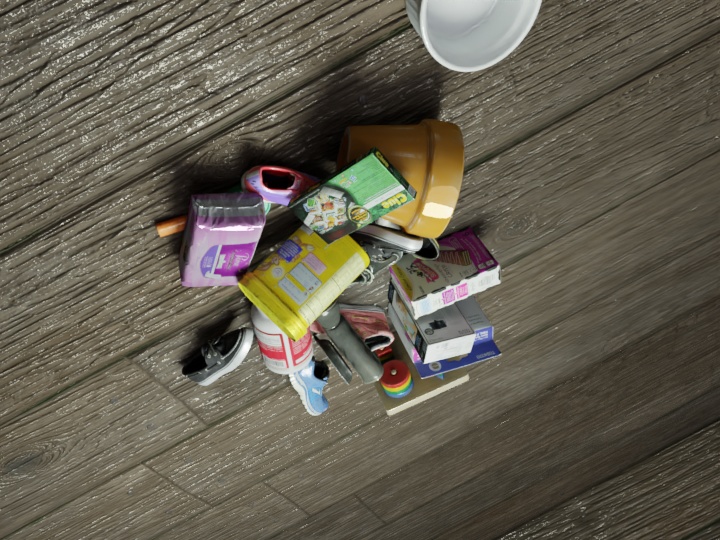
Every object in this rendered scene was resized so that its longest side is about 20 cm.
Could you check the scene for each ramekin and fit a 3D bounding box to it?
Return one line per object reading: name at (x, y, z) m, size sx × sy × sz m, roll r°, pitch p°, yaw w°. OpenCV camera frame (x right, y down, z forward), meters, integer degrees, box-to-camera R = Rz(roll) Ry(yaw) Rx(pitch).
ramekin at (0.163, -0.416, 0.928) m, size 0.199 × 0.098 × 0.201 m, roll -14°, pitch 134°, yaw -15°

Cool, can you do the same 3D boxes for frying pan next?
frying pan at (-0.055, 0.186, 1.305) m, size 0.031 × 0.190 × 0.115 m, roll -36°, pitch 92°, yaw -4°

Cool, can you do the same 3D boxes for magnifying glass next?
magnifying glass at (-0.254, -0.099, 1.076) m, size 0.199 × 0.022 × 0.080 m, roll -17°, pitch 136°, yaw -10°

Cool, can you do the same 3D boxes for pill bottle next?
pill bottle at (-0.160, 0.109, 1.250) m, size 0.112 × 0.113 × 0.201 m, roll -16°, pitch 135°, yaw -12°

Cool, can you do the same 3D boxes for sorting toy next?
sorting toy at (0.113, 0.197, 1.402) m, size 0.199 × 0.199 × 0.070 m, roll -23°, pitch 132°, yaw -4°

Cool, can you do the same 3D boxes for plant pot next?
plant pot at (0.055, -0.167, 1.055) m, size 0.182 × 0.201 × 0.201 m, roll 8°, pitch 128°, yaw -12°

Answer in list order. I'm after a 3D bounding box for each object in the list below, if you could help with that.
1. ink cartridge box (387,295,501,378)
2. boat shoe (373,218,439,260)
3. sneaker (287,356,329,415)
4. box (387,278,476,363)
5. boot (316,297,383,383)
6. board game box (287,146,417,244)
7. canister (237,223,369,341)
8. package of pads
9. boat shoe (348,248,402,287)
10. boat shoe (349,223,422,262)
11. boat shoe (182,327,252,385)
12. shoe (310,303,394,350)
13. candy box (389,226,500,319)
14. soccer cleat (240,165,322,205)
ink cartridge box at (0.186, 0.127, 1.371) m, size 0.195 × 0.200 × 0.043 m, roll -15°, pitch 135°, yaw -14°
boat shoe at (0.090, -0.081, 1.230) m, size 0.201 × 0.061 × 0.072 m, roll 27°, pitch 115°, yaw -41°
sneaker at (-0.106, 0.270, 1.452) m, size 0.089 × 0.079 × 0.201 m, roll -22°, pitch 136°, yaw -2°
box at (0.149, 0.095, 1.324) m, size 0.116 × 0.200 × 0.060 m, roll -12°, pitch 136°, yaw -18°
boot at (-0.027, 0.141, 1.235) m, size 0.072 × 0.182 × 0.201 m, roll -30°, pitch 92°, yaw -1°
board game box at (-0.017, -0.115, 0.994) m, size 0.199 × 0.024 × 0.105 m, roll -24°, pitch 121°, yaw 38°
canister at (-0.099, 0.007, 1.119) m, size 0.200 × 0.148 × 0.087 m, roll -45°, pitch 170°, yaw -16°
package of pads at (-0.240, -0.051, 1.054) m, size 0.120 × 0.076 × 0.200 m, roll -2°, pitch 149°, yaw -24°
boat shoe at (0.000, 0.000, 1.255) m, size 0.199 × 0.071 × 0.072 m, roll -21°, pitch 136°, yaw -7°
boat shoe at (0.033, -0.048, 1.134) m, size 0.070 × 0.199 × 0.067 m, roll 1°, pitch 102°, yaw -45°
boat shoe at (-0.296, 0.169, 1.251) m, size 0.066 × 0.070 × 0.200 m, roll 26°, pitch 135°, yaw -34°
shoe at (-0.024, 0.127, 1.347) m, size 0.199 × 0.091 × 0.072 m, roll 1°, pitch 130°, yaw -27°
candy box at (0.174, 0.002, 1.296) m, size 0.199 × 0.137 × 0.061 m, roll -23°, pitch 135°, yaw -5°
soccer cleat at (-0.102, -0.140, 1.063) m, size 0.199 × 0.069 × 0.073 m, roll 8°, pitch 169°, yaw -28°
